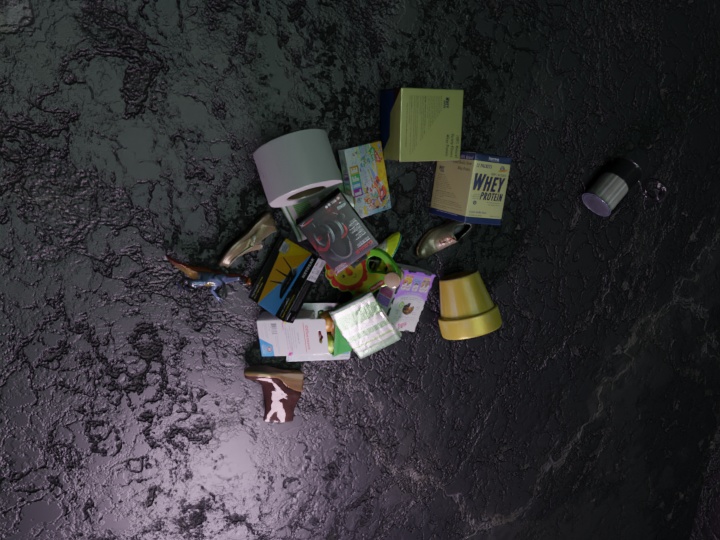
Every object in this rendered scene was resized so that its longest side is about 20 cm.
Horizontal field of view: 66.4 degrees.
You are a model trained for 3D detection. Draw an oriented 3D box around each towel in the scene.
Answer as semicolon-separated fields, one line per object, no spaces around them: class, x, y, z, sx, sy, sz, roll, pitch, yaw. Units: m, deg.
towel;-0.121;-0.189;1.575;0.200;0.023;0.153;-32;116;-15
towel;0.016;0.161;1.620;0.152;0.023;0.200;-28;121;11

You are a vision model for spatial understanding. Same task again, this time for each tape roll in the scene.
tape roll;-0.161;-0.262;1.423;0.202;0.203;0.140;-18;89;-19

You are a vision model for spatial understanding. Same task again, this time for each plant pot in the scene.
plant pot;0.342;0.105;1.790;0.200;0.201;0.190;-16;96;-20

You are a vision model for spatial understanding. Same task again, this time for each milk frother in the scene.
milk frother;0.934;-0.270;1.941;0.188;0.200;0.181;-48;122;-5

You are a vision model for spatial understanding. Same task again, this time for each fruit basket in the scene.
fruit basket;-0.123;0.184;1.665;0.199;0.094;0.186;1;104;-9

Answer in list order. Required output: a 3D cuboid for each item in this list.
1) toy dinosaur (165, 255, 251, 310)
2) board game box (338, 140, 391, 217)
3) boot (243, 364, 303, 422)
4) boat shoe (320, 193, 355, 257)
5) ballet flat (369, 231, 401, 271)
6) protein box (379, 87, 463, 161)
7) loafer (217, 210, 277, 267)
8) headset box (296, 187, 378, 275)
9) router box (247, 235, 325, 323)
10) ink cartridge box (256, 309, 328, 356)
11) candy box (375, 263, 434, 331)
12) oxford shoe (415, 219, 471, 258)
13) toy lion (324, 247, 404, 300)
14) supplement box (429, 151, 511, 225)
toy dinosaur;-0.393;0.018;1.485;0.181;0.105;0.201;-27;103;-37
board game box;0.015;-0.262;1.594;0.134;0.034;0.201;-22;110;-33
boot;-0.269;0.375;1.645;0.199;0.072;0.167;12;97;-30
boat shoe;-0.082;-0.127;1.555;0.069;0.071;0.201;19;105;-18
ballet flat;0.060;-0.034;1.687;0.067;0.067;0.201;22;96;-18
protein box;0.173;-0.419;1.587;0.199;0.135;0.200;-6;106;-22
loafer;-0.304;-0.076;1.501;0.200;0.076;0.067;-45;111;-7
headset box;-0.057;-0.098;1.491;0.148;0.075;0.200;-35;110;5
router box;-0.206;0.025;1.534;0.201;0.149;0.051;-62;153;1
ink cartridge box;-0.188;0.179;1.581;0.199;0.068;0.116;-2;109;8
candy box;0.130;0.085;1.714;0.167;0.071;0.201;10;104;-48
oxford shoe;0.264;-0.105;1.751;0.200;0.075;0.071;-39;117;-10
toy lion;0.000;0.000;1.614;0.200;0.069;0.192;-33;94;22
supplement box;0.329;-0.255;1.667;0.134;0.200;0.201;1;103;-26
